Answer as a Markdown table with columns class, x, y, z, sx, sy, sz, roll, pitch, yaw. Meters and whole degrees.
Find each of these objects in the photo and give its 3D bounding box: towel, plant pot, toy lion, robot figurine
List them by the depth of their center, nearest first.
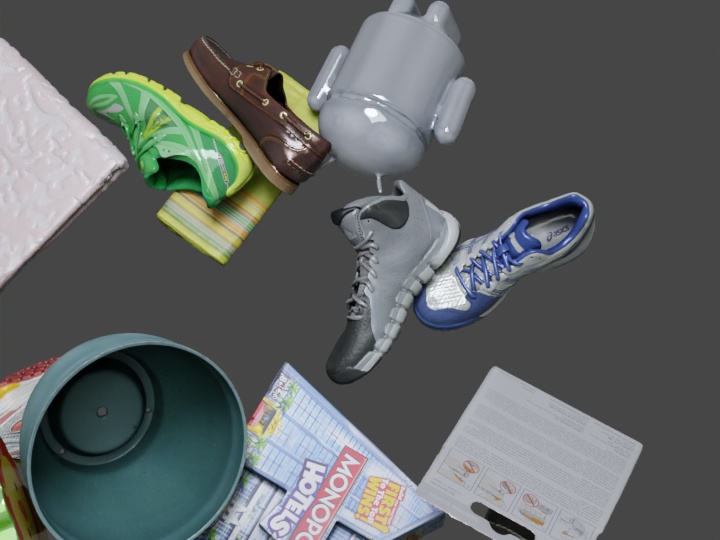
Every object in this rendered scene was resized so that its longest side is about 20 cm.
| class | x | y | z | sx | sy | sz | roll | pitch | yaw |
| --- | --- | --- | --- | --- | --- | --- | --- | --- | --- |
| toy lion | -0.295 | 0.242 | 1.426 | 0.068 | 0.192 | 0.201 | -20 | 72 | -6 |
| plant pot | -0.217 | 0.142 | 1.464 | 0.199 | 0.134 | 0.202 | -7 | 107 | -25 |
| robot figurine | 0.030 | -0.171 | 1.603 | 0.169 | 0.113 | 0.201 | 17 | 71 | 29 |
| towel | -0.358 | -0.103 | 1.619 | 0.200 | 0.032 | 0.191 | 43 | 85 | 15 |
| towel | -0.109 | -0.103 | 1.635 | 0.086 | 0.018 | 0.200 | 36 | 75 | 9 |

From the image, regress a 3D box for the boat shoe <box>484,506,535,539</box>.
| class | x | y | z | sx | sy | sz | roll | pitch | yaw |
| --- | --- | --- | --- | --- | --- | --- | --- | --- | --- |
| boat shoe | 0.191 | 0.277 | 1.468 | 0.200 | 0.072 | 0.061 | 31 | 70 | 8 |

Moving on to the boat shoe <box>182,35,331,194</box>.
| class | x | y | z | sx | sy | sz | roll | pitch | yaw |
| --- | --- | --- | --- | --- | --- | --- | --- | --- | --- |
| boat shoe | -0.098 | -0.165 | 1.594 | 0.070 | 0.070 | 0.200 | -47 | 64 | 18 |

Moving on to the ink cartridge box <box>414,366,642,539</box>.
| class | x | y | z | sx | sy | sz | roll | pitch | yaw |
| --- | --- | --- | --- | --- | --- | --- | --- | --- | --- |
| ink cartridge box | 0.148 | 0.189 | 1.462 | 0.160 | 0.050 | 0.200 | 28 | 42 | 9 |

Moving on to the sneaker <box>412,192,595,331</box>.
| class | x | y | z | sx | sy | sz | roll | pitch | yaw |
| --- | --- | --- | --- | --- | --- | --- | --- | --- | --- |
| sneaker | 0.135 | -0.017 | 1.563 | 0.199 | 0.088 | 0.075 | -33 | 75 | -8 |

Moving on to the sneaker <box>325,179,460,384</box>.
| class | x | y | z | sx | sy | sz | roll | pitch | yaw |
| --- | --- | --- | --- | --- | --- | --- | --- | --- | --- |
| sneaker | 0.000 | 0.000 | 1.542 | 0.115 | 0.075 | 0.201 | 42 | 70 | -23 |

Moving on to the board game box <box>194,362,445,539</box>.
| class | x | y | z | sx | sy | sz | roll | pitch | yaw |
| --- | --- | --- | --- | --- | --- | --- | --- | --- | --- |
| board game box | -0.034 | 0.222 | 1.497 | 0.199 | 0.062 | 0.201 | 28 | 74 | 11 |

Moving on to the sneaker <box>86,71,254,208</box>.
| class | x | y | z | sx | sy | sz | roll | pitch | yaw |
| --- | --- | --- | --- | --- | --- | --- | --- | --- | --- |
| sneaker | -0.199 | -0.128 | 1.602 | 0.199 | 0.074 | 0.084 | 30 | 70 | 22 |

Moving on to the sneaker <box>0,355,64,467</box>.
| class | x | y | z | sx | sy | sz | roll | pitch | yaw |
| --- | --- | --- | --- | --- | --- | --- | --- | --- | --- |
| sneaker | -0.310 | 0.135 | 1.535 | 0.199 | 0.078 | 0.083 | -23 | 99 | -11 |
